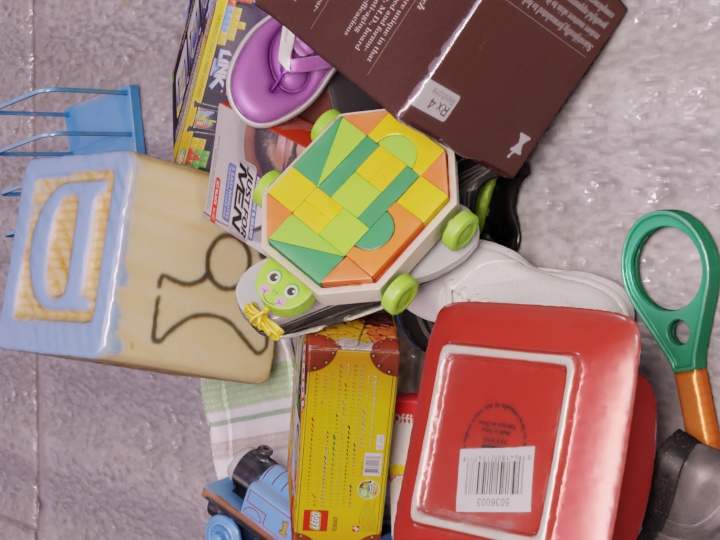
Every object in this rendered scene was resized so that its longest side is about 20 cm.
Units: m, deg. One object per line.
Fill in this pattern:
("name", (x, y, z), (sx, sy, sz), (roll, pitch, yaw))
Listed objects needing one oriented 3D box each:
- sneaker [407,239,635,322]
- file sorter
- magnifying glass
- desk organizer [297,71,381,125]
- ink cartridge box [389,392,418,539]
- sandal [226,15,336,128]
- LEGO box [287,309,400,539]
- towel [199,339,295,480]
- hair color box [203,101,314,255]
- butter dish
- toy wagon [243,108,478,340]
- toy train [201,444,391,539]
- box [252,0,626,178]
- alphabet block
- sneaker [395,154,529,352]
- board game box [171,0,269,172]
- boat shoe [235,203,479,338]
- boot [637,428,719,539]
("sneaker", (0.108, 0.028, 1.111), (0.199, 0.088, 0.076), (9, 117, 28))
("file sorter", (-0.323, -0.094, 1.580), (0.138, 0.122, 0.202), (-10, 86, 47))
("magnifying glass", (0.241, 0.054, 1.061), (0.079, 0.022, 0.202), (-16, 84, 46))
("desk organizer", (-0.026, -0.152, 1.296), (0.077, 0.071, 0.202), (-23, 76, 48))
("ink cartridge box", (0.085, 0.166, 1.203), (0.116, 0.067, 0.202), (-2, 91, 47))
("sandal", (-0.038, -0.206, 1.222), (0.082, 0.203, 0.050), (45, 163, -1))
("LEGO box", (-0.018, 0.122, 1.231), (0.149, 0.076, 0.202), (-101, 15, -66))
("towel", (-0.112, 0.144, 1.439), (0.149, 0.031, 0.202), (-18, 80, 47))
("hair color box", (-0.055, -0.066, 1.237), (0.199, 0.064, 0.112), (29, 116, 44))
("butter dish", (0.140, 0.135, 1.020), (0.199, 0.147, 0.201), (2, 76, 48))
("toy wagon", (-0.013, -0.032, 1.090), (0.155, 0.040, 0.200), (38, 77, 24))
("toy train", (-0.063, 0.246, 1.343), (0.199, 0.086, 0.115), (32, 113, 29))
("box", (0.059, -0.207, 1.105), (0.200, 0.165, 0.165), (42, 103, 36))
("alphabet block", (-0.207, 0.000, 1.381), (0.196, 0.199, 0.197), (4, 82, 47))
("sneaker", (0.085, -0.017, 1.187), (0.083, 0.070, 0.201), (40, 118, 45))
("board game box", (-0.131, -0.220, 1.342), (0.166, 0.056, 0.201), (-100, 24, -46))
("boat shoe", (0.000, 0.000, 1.131), (0.198, 0.064, 0.071), (-18, 63, 3))
("boot", (0.258, 0.224, 1.026), (0.131, 0.070, 0.201), (24, 124, 28))
